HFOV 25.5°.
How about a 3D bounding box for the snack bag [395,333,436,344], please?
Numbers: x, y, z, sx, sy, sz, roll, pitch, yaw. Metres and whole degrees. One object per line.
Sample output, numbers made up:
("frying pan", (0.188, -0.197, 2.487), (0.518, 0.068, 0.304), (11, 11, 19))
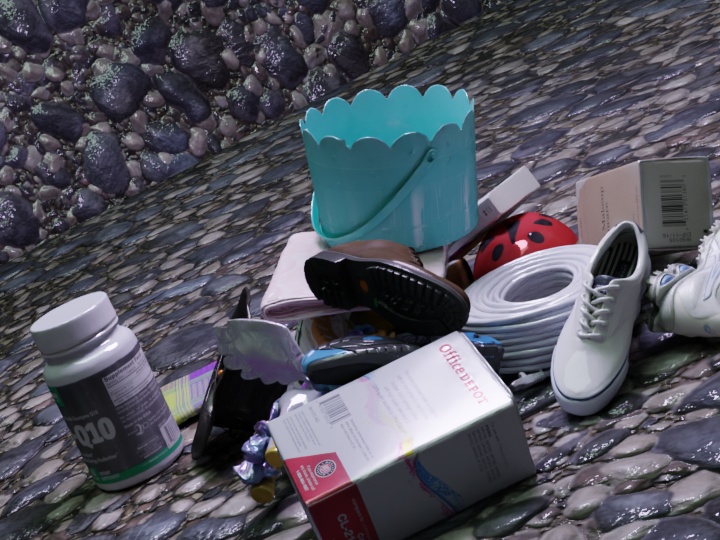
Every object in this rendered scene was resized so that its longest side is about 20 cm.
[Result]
("snack bag", (0.041, 0.111, 1.715), (0.187, 0.022, 0.200), (-12, 18, 39))

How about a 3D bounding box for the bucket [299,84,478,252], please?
("bucket", (0.035, -0.109, 1.720), (0.204, 0.136, 0.208), (-7, 20, 2))

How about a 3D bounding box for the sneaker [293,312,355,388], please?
("sneaker", (-0.049, 0.059, 1.763), (0.088, 0.075, 0.201), (-58, 14, 30))

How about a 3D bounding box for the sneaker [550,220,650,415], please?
("sneaker", (0.219, 0.039, 1.472), (0.072, 0.071, 0.201), (6, 52, 22))

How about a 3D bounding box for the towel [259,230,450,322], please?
("towel", (0.000, 0.000, 1.685), (0.188, 0.033, 0.200), (-5, 20, 8))

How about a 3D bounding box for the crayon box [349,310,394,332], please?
("crayon box", (-0.009, 0.025, 1.870), (0.125, 0.051, 0.202), (-29, 37, 40))

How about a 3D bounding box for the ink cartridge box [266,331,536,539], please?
("ink cartridge box", (0.035, 0.156, 1.397), (0.198, 0.083, 0.146), (-25, 28, -6))

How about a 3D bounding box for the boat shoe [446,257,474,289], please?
("boat shoe", (0.077, 0.031, 1.780), (0.069, 0.072, 0.200), (-19, -2, 18))

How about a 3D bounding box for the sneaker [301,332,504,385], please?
("sneaker", (0.042, 0.104, 1.493), (0.197, 0.083, 0.073), (1, 9, -16))

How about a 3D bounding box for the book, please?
("book", (0.115, -0.037, 1.894), (0.200, 0.048, 0.133), (-40, -2, 31))

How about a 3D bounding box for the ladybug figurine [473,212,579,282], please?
("ladybug figurine", (0.187, -0.017, 1.814), (0.134, 0.073, 0.200), (-21, 12, 7))

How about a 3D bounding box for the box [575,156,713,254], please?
("box", (0.294, -0.061, 1.664), (0.077, 0.096, 0.200), (-3, -4, -11))

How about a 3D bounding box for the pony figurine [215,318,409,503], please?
("pony figurine", (-0.055, 0.136, 1.574), (0.191, 0.168, 0.201), (-10, 34, 23))

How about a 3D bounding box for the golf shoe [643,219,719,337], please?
("golf shoe", (0.357, 0.011, 1.520), (0.097, 0.079, 0.200), (19, 42, 37))

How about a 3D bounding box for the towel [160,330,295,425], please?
("towel", (-0.157, 0.132, 1.950), (0.198, 0.023, 0.144), (-25, 16, -2))

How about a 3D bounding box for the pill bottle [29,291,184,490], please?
("pill bottle", (-0.286, 0.134, 1.788), (0.112, 0.202, 0.113), (-22, 14, 6))

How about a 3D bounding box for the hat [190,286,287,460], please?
("hat", (-0.122, 0.125, 1.741), (0.080, 0.203, 0.201), (19, 14, -7))

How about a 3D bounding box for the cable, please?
("cable", (0.184, 0.038, 1.620), (0.198, 0.070, 0.200), (-23, 18, -11))

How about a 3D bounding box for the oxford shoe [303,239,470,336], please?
("oxford shoe", (0.039, 0.005, 1.533), (0.084, 0.073, 0.199), (-31, 36, -34))
